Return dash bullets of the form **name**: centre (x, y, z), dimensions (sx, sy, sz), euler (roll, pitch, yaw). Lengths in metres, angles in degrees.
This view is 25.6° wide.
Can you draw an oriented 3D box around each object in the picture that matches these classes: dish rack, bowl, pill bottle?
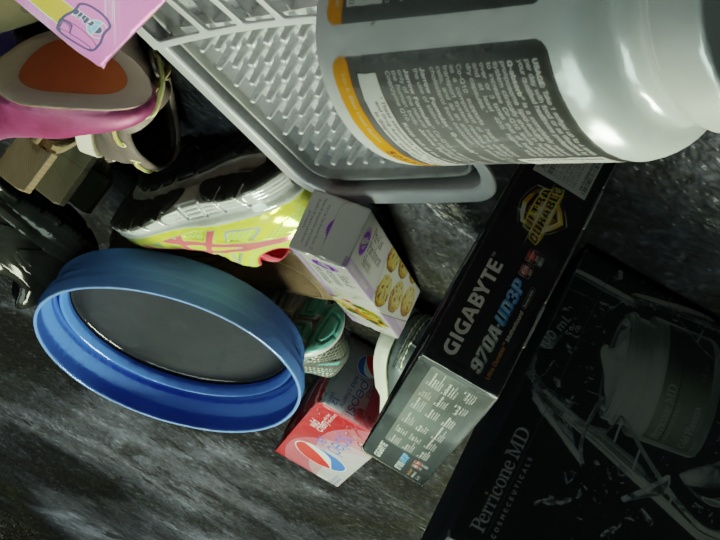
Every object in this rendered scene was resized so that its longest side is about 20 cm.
- **dish rack**: centre (-0.024, -0.111, 0.854), dimensions (0.171, 0.044, 0.200), euler (1, 145, 48)
- **bowl**: centre (-0.133, 0.051, 1.138), dimensions (0.199, 0.040, 0.201), euler (12, 149, 7)
- **pill bottle**: centre (0.083, -0.101, 0.643), dimensions (0.199, 0.117, 0.116), euler (4, 147, 48)

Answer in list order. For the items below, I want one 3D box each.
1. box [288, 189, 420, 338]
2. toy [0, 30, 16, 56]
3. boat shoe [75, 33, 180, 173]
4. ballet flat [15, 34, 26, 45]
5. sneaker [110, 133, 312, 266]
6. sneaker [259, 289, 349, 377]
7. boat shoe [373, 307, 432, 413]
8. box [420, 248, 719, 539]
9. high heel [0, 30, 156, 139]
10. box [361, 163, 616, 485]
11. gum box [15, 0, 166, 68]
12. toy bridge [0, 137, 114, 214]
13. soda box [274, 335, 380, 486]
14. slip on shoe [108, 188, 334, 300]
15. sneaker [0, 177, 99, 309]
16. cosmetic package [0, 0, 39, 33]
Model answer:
- **box**: centre (0.000, 0.000, 1.011), dimensions (0.038, 0.042, 0.200), euler (21, 170, 15)
- **toy**: centre (-0.253, -0.164, 0.932), dimensions (0.200, 0.047, 0.115), euler (41, 164, -30)
- **boat shoe**: centre (-0.142, -0.114, 0.960), dimensions (0.059, 0.072, 0.200), euler (21, 161, 3)
- **ballet flat**: centre (-0.279, -0.146, 1.068), dimensions (0.199, 0.067, 0.063), euler (9, 126, 37)
- **sneaker**: centre (-0.090, -0.035, 1.053), dimensions (0.199, 0.079, 0.090), euler (0, 144, 50)
- **sneaker**: centre (-0.094, 0.038, 1.228), dimensions (0.199, 0.078, 0.091), euler (20, 161, 26)
- **boat shoe**: centre (0.054, 0.100, 1.180), dimensions (0.061, 0.073, 0.201), euler (24, 153, 22)
- **box**: centre (0.162, 0.131, 0.942), dimensions (0.196, 0.201, 0.124), euler (28, 157, 1)
- **high heel**: centre (-0.186, -0.078, 0.877), dimensions (0.198, 0.068, 0.096), euler (7, 133, 25)
- **box**: centre (0.069, 0.020, 0.869), dimensions (0.046, 0.160, 0.200), euler (29, 159, 2)
- **gum box**: centre (-0.155, -0.203, 0.720), dimensions (0.200, 0.066, 0.113), euler (39, 126, -21)
- **toy bridge**: centre (-0.196, -0.078, 1.086), dimensions (0.027, 0.067, 0.200), euler (36, 179, 3)
- **soda box**: centre (-0.013, 0.121, 1.320), dimensions (0.070, 0.064, 0.200), euler (30, 159, -2)
- **slip on shoe**: centre (-0.097, -0.007, 1.145), dimensions (0.199, 0.061, 0.076), euler (19, 156, 23)
- **sneaker**: centre (-0.282, -0.043, 1.116), dimensions (0.200, 0.091, 0.076), euler (38, -172, -23)
- **cosmetic package**: centre (-0.226, -0.219, 0.825), dimensions (0.200, 0.071, 0.105), euler (41, 156, -27)
